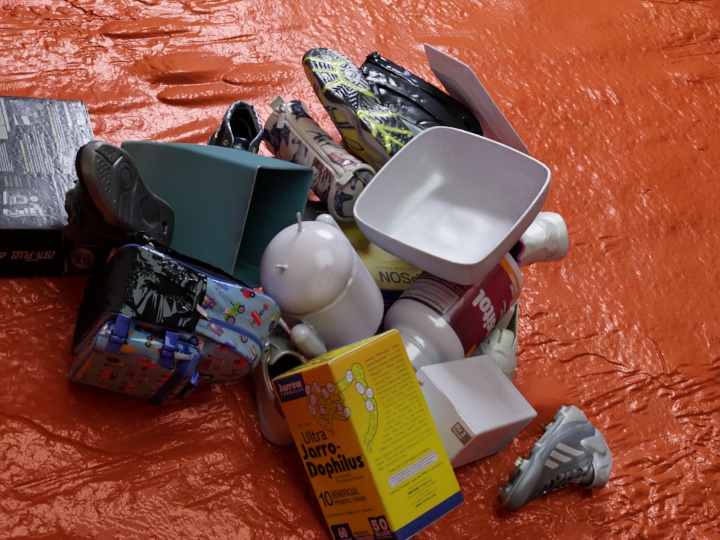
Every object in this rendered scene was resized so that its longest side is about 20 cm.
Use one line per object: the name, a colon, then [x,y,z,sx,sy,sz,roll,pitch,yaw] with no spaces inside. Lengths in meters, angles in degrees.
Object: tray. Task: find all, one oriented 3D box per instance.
tray: [0.158,-0.231,1.900,0.107,0.022,0.200,37,-7,47]

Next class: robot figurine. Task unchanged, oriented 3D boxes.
robot figurine: [-0.044,0.022,1.552,0.112,0.201,0.171,-6,54,21]

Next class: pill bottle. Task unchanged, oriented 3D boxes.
pill bottle: [0.102,0.055,1.659,0.113,0.113,0.200,39,61,8]

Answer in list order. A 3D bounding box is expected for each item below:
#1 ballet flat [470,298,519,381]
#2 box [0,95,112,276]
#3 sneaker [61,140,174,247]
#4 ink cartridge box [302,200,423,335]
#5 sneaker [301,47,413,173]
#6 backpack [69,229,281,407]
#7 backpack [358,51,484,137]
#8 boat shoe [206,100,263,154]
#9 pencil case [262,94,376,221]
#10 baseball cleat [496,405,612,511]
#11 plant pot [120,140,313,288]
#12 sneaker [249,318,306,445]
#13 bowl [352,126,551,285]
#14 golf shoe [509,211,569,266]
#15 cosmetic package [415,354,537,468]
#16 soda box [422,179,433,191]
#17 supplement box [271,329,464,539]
ballet flat: [0.173,0.077,1.736,0.067,0.063,0.202,21,44,-16]
box: [-0.380,-0.097,1.554,0.162,0.086,0.202,0,52,-31]
sneaker: [-0.276,-0.073,1.423,0.113,0.200,0.077,2,72,12]
ink cartridge box: [0.000,0.000,1.720,0.195,0.047,0.201,3,48,-30]
sneaker: [-0.016,-0.202,1.760,0.075,0.077,0.201,-24,69,-37]
backpack: [-0.193,0.067,1.452,0.198,0.182,0.136,20,63,-21]
backpack: [0.075,-0.194,1.879,0.198,0.155,0.164,17,29,2]
boat shoe: [-0.162,-0.119,1.697,0.070,0.091,0.202,12,47,-20]
pencil case: [-0.054,-0.143,1.750,0.200,0.078,0.089,46,1,41]
baseball cleat: [0.242,0.237,1.628,0.106,0.070,0.200,39,44,7]
plant pot: [-0.185,-0.078,1.577,0.198,0.143,0.141,19,10,22]
sneaker: [-0.093,0.092,1.554,0.072,0.085,0.202,-1,51,-28]
bowl: [0.113,-0.071,1.645,0.198,0.075,0.200,25,57,29]
golf shoe: [0.173,-0.035,1.752,0.091,0.199,0.076,-15,93,-39]
cosmetic package: [0.119,0.161,1.568,0.102,0.074,0.199,50,22,19]
soda box: [0.122,-0.094,1.821,0.199,0.071,0.064,12,46,-44]
supplement box: [0.007,0.182,1.457,0.109,0.108,0.202,-23,91,-41]
